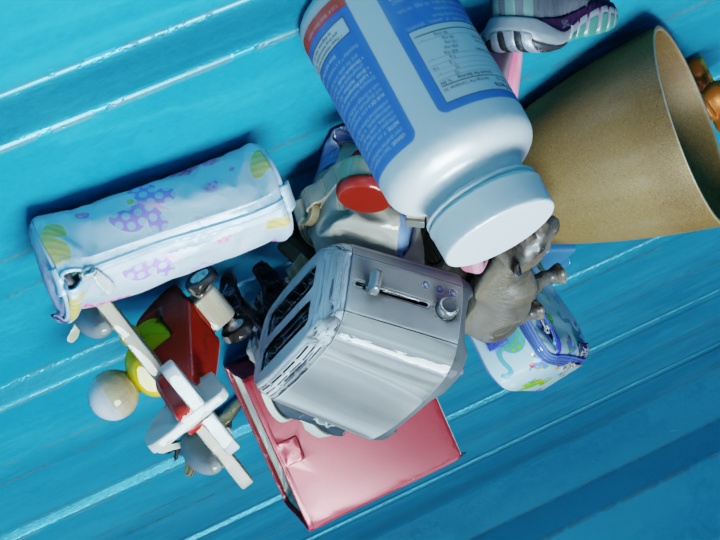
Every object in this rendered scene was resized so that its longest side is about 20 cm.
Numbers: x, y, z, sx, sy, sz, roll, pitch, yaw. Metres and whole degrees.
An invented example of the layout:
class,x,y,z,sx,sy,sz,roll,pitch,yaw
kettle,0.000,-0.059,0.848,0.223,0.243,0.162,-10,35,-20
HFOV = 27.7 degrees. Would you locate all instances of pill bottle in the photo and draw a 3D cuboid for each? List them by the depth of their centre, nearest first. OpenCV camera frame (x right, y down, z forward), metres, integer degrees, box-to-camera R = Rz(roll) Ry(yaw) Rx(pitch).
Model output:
class,x,y,z,sx,sy,sz,roll,pitch,yaw
pill bottle,0.048,-0.107,0.993,0.112,0.200,0.112,-24,162,-8

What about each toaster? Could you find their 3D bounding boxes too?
class,x,y,z,sx,sy,sz,roll,pitch,yaw
toaster,-0.004,0.061,1.219,0.129,0.114,0.200,22,145,-17

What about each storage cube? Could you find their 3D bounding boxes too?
class,x,y,z,sx,sy,sz,roll,pitch,yaw
storage cube,-0.024,0.148,1.563,0.180,0.200,0.171,-24,-174,-10

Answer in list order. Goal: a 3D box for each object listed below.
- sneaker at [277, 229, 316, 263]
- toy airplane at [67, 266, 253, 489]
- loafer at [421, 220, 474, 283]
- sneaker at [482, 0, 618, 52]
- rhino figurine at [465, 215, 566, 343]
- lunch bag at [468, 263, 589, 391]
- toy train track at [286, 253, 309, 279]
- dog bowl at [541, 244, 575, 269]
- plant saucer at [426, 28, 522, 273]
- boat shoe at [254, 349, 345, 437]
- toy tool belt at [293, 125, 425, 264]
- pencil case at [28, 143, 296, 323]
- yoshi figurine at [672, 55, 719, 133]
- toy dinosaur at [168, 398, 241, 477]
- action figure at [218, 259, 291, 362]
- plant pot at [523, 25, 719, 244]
class,x,y,z,sx,sy,sz,roll,pitch,yaw
sneaker,-0.002,-0.029,1.390,0.200,0.070,0.076,10,113,-57
toy airplane,-0.170,0.094,1.239,0.141,0.200,0.199,-27,163,12
loafer,0.087,-0.024,1.354,0.071,0.073,0.200,-19,150,-21
sneaker,0.143,-0.213,1.063,0.074,0.088,0.200,2,-163,20
rhino figurine,0.136,0.006,1.294,0.087,0.060,0.200,-26,159,-17
lunch bag,0.147,0.027,1.505,0.082,0.200,0.161,-35,160,20
toy train track,0.000,0.000,1.324,0.200,0.033,0.115,-55,133,-22
dog bowl,0.229,-0.046,1.667,0.200,0.050,0.111,-39,159,31
plant saucer,0.089,-0.100,1.156,0.051,0.201,0.201,10,164,8
boat shoe,-0.041,0.115,1.369,0.062,0.075,0.200,-11,154,16
toy tool belt,0.008,-0.072,1.219,0.125,0.123,0.200,5,153,3
pencil case,-0.151,-0.031,1.108,0.200,0.083,0.091,-22,-177,-20
yoshi figurine,0.272,-0.119,1.441,0.200,0.112,0.112,-27,169,7
toy dinosaur,-0.180,0.195,1.756,0.200,0.047,0.088,-42,172,37
action figure,-0.064,0.048,1.422,0.119,0.102,0.200,-18,166,21
plant pot,0.209,-0.100,1.326,0.200,0.187,0.186,-19,166,23
